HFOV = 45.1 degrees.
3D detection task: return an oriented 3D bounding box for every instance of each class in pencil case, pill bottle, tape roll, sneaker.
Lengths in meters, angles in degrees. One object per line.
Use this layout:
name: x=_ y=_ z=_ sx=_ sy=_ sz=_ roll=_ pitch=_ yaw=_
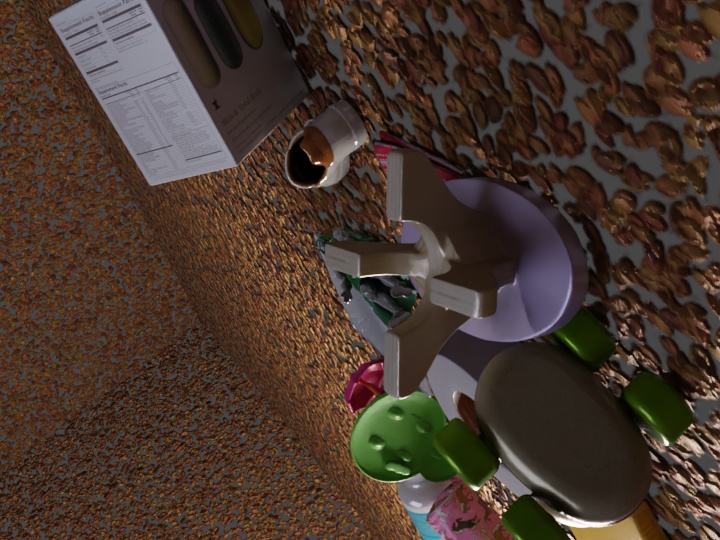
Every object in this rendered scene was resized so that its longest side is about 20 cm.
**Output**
pencil case: x=0.187 y=0.399 z=1.277 sx=0.199 sy=0.086 sz=0.083 roll=42 pitch=144 yaw=9
pill bottle: x=0.128 y=0.373 z=1.400 sx=0.110 sy=0.110 sz=0.202 roll=28 pitch=150 yaw=58
tape roll: x=0.156 y=0.152 z=0.937 sx=0.201 sy=0.066 sz=0.201 roll=49 pitch=163 yaw=20
sneaker: x=-0.056 y=-0.125 z=0.955 sx=0.073 sy=0.084 sz=0.200 roll=51 pitch=166 yaw=0

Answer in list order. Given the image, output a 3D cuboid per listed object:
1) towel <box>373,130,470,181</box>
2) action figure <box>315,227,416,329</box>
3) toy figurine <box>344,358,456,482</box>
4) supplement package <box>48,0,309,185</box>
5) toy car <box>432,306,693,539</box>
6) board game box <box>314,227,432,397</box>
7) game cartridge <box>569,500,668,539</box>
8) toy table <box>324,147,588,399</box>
towel: x=0.084 y=-0.031 z=0.849 sx=0.144 sy=0.022 sz=0.202 roll=36 pitch=155 yaw=49
action figure: x=0.000 y=0.000 z=1.075 sx=0.199 sy=0.054 sz=0.121 roll=38 pitch=131 yaw=51
toy figurine: x=0.053 y=0.214 z=1.325 sx=0.197 sy=0.152 sz=0.184 roll=28 pitch=-168 yaw=-24
supplement package: x=-0.185 y=-0.224 z=0.915 sx=0.148 sy=0.152 sz=0.203 roll=-5 pitch=124 yaw=39
toy car: x=0.175 y=0.156 z=0.745 sx=0.158 sy=0.164 sz=0.200 roll=45 pitch=175 yaw=28
board game box: x=0.024 y=0.056 z=1.204 sx=0.199 sy=0.026 sz=0.202 roll=39 pitch=159 yaw=44
game cartridge: x=0.294 y=0.313 z=0.933 sx=0.203 sy=0.032 sz=0.176 roll=60 pitch=164 yaw=-10
toy table: x=0.066 y=-0.002 z=0.683 sx=0.198 sy=0.115 sz=0.189 roll=-1 pitch=96 yaw=54
